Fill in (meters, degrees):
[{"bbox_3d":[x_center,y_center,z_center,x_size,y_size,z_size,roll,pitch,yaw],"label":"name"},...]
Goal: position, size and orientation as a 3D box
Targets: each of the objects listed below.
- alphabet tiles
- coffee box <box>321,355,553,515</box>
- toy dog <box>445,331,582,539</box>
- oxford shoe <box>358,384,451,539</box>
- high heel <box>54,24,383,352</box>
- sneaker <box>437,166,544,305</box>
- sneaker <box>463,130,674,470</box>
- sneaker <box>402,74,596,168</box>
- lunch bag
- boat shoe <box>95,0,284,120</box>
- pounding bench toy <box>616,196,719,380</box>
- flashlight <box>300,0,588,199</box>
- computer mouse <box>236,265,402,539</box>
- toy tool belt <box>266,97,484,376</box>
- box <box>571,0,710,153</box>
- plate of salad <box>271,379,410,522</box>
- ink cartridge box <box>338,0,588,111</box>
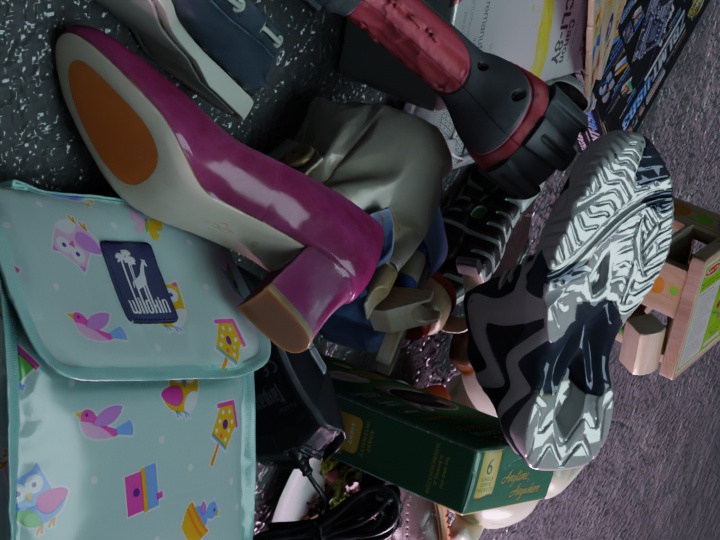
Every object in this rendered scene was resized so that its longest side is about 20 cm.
[{"bbox_3d":[0.183,-0.225,0.820,0.200,0.006,0.168,65,43,-69],"label":"alphabet tiles"},{"bbox_3d":[0.018,0.102,0.770,0.123,0.198,0.044,9,97,-58],"label":"coffee box"},{"bbox_3d":[0.113,0.103,0.928,0.194,0.139,0.201,-45,156,-34],"label":"toy dog"},{"bbox_3d":[0.030,0.179,0.910,0.072,0.071,0.202,-7,117,-13],"label":"oxford shoe"},{"bbox_3d":[-0.066,-0.058,0.605,0.067,0.200,0.096,-32,-165,47],"label":"high heel"},{"bbox_3d":[0.085,0.006,0.928,0.200,0.075,0.116,-44,146,-31],"label":"sneaker"},{"bbox_3d":[0.112,0.005,0.708,0.079,0.130,0.201,-2,109,-22],"label":"sneaker"},{"bbox_3d":[0.101,-0.116,0.853,0.199,0.082,0.075,-34,137,-40],"label":"sneaker"},{"bbox_3d":[-0.138,0.060,0.593,0.170,0.121,0.203,3,93,-52],"label":"lunch bag"},{"bbox_3d":[-0.089,-0.142,0.561,0.062,0.074,0.200,-58,149,-7],"label":"boat shoe"},{"bbox_3d":[0.247,0.008,1.088,0.199,0.155,0.125,-26,133,-45],"label":"pounding bench toy"},{"bbox_3d":[0.037,-0.123,0.657,0.199,0.068,0.068,37,65,-18],"label":"flashlight"},{"bbox_3d":[-0.064,0.091,0.726,0.140,0.201,0.046,-33,-177,34],"label":"computer mouse"},{"bbox_3d":[0.000,0.000,0.738,0.123,0.124,0.201,-58,144,-34],"label":"toy tool belt"},{"bbox_3d":[0.230,-0.225,1.001,0.201,0.049,0.199,-58,149,-11],"label":"box"},{"bbox_3d":[-0.002,0.185,0.949,0.200,0.048,0.202,-36,139,-39],"label":"plate of salad"},{"bbox_3d":[0.087,-0.199,0.774,0.199,0.083,0.147,-23,130,-48],"label":"ink cartridge box"}]
